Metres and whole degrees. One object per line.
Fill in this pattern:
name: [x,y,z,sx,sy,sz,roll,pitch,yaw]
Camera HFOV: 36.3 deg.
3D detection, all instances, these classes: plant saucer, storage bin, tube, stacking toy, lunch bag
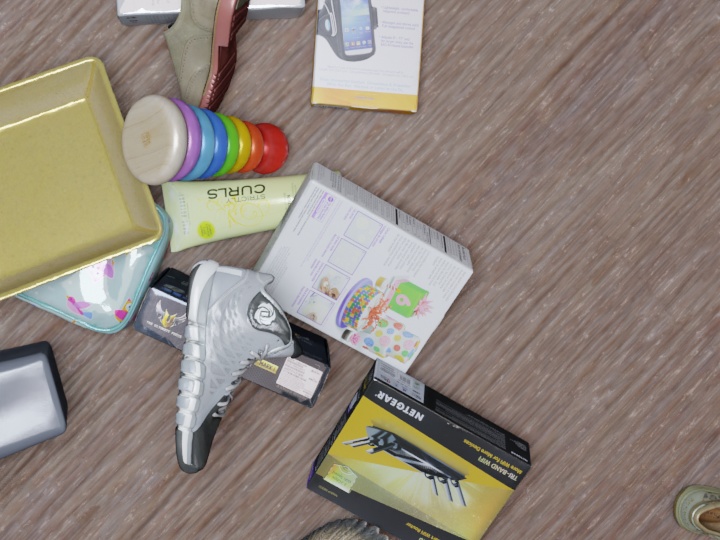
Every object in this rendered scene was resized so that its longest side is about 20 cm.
plant saucer: [-0.319,-0.087,1.099,0.197,0.048,0.203,-21,84,-9]
storage bin: [-0.370,0.144,1.119,0.132,0.200,0.148,-16,95,-13]
tube: [-0.115,-0.069,1.196,0.196,0.052,0.059,-6,56,1]
stacking toy: [-0.145,-0.130,1.127,0.084,0.199,0.087,3,95,37]
lunch bag: [-0.306,-0.038,1.161,0.198,0.077,0.162,26,92,-3]

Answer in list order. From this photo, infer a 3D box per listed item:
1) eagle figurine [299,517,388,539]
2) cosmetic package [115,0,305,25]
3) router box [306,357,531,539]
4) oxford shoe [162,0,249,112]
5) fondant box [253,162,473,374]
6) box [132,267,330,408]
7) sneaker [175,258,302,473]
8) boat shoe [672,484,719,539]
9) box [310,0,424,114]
eagle figurine: [-0.068,0.355,1.170,0.149,0.153,0.202,14,121,-28]
cosmetic package: [-0.160,-0.318,1.163,0.196,0.074,0.104,-3,94,-7]
router box: [0.063,0.213,1.200,0.198,0.052,0.159,28,112,-6]
oxford shoe: [-0.169,-0.225,1.137,0.074,0.071,0.202,23,127,1]
fondant box: [0.000,0.000,1.172,0.198,0.058,0.145,29,112,-11]
box: [-0.129,0.066,1.146,0.197,0.158,0.052,25,94,-5]
sneaker: [-0.113,0.095,1.035,0.113,0.075,0.204,5,95,-7]
boat shoe: [0.461,0.291,1.259,0.196,0.063,0.075,5,93,-6]
box: [0.009,-0.277,1.197,0.117,0.041,0.204,4,91,-5]
